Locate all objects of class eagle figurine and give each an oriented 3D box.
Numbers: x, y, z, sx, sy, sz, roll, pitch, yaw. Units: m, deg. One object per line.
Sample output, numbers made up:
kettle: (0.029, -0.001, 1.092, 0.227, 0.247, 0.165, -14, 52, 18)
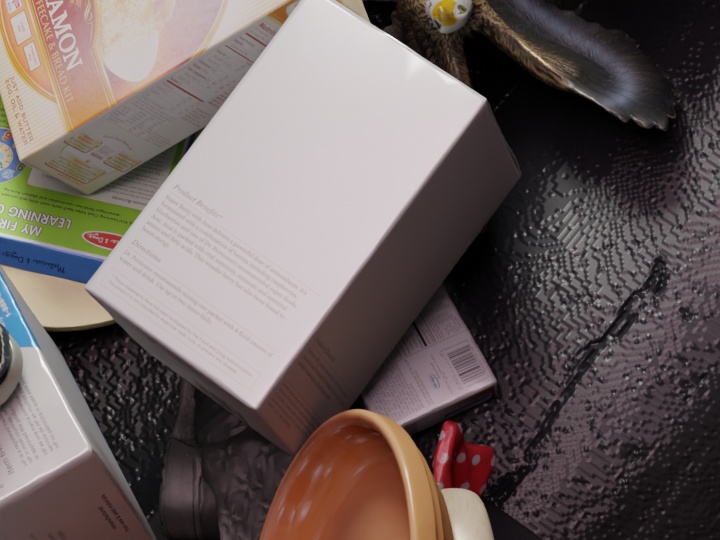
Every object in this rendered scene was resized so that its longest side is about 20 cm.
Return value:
eagle figurine: (0.063, -0.131, 1.672, 0.152, 0.151, 0.200, -29, 94, 40)

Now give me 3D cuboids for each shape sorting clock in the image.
shape sorting clock: (-0.170, -0.058, 1.713, 0.199, 0.039, 0.201, 0, 64, 0)

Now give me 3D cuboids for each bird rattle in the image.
bird rattle: (0.055, 0.173, 1.514, 0.112, 0.163, 0.201, 5, 76, -7)

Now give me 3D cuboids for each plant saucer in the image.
plant saucer: (-0.004, 0.171, 1.486, 0.037, 0.200, 0.201, 11, 64, -23)

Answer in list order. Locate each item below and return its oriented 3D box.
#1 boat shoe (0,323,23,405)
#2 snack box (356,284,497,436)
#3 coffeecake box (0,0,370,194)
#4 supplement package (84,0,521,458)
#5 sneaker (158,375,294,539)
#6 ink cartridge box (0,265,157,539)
boat shoe: (-0.268, 0.017, 1.530, 0.200, 0.062, 0.075, 26, 73, 25)
snack box: (0.000, 0.000, 1.659, 0.072, 0.024, 0.200, -24, 65, -9)
coffeecake box: (-0.112, -0.161, 1.653, 0.200, 0.073, 0.154, -29, 63, 20)
supplement package: (-0.026, -0.021, 1.554, 0.121, 0.120, 0.200, 35, 83, 21)
sneaker: (-0.051, 0.087, 1.620, 0.104, 0.060, 0.201, 3, 73, 13)
ink cartridge box: (-0.240, 0.117, 1.593, 0.199, 0.145, 0.148, -29, 63, -3)
